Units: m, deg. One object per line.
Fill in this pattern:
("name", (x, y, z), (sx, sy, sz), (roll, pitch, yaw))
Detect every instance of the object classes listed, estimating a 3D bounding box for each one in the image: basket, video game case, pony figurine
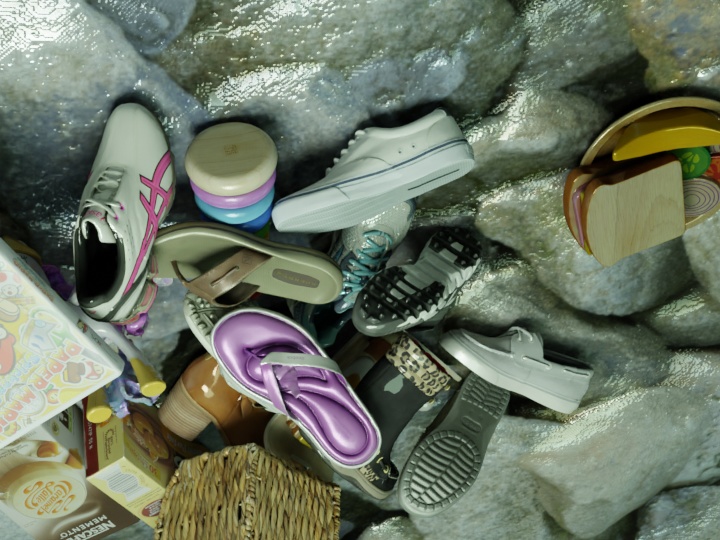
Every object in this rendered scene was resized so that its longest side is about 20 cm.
("basket", (-0.120, 0.300, 1.499), (0.143, 0.200, 0.149), (-19, 145, 32))
("video game case", (-0.334, 0.069, 1.235), (0.200, 0.023, 0.182), (-31, 116, 21))
("pony figurine", (-0.260, 0.048, 1.383), (0.193, 0.200, 0.167), (15, 124, -45))

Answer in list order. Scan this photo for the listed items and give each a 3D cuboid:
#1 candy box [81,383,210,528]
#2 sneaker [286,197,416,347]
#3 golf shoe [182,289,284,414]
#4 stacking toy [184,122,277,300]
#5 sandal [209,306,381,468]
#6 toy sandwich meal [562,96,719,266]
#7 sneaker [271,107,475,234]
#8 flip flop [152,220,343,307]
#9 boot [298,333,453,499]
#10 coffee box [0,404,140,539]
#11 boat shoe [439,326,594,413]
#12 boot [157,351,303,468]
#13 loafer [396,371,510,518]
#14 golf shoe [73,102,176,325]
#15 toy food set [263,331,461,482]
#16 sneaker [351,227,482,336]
("candy box", (-0.219, 0.218, 1.580), (0.055, 0.116, 0.200), (-28, 133, 15))
("sneaker", (0.000, 0.000, 1.448), (0.078, 0.086, 0.200), (17, 127, -27))
("golf shoe", (-0.120, 0.088, 1.447), (0.097, 0.078, 0.200), (-17, 131, 39))
("stacking toy", (-0.115, -0.044, 1.391), (0.085, 0.085, 0.200), (-9, 140, -5))
("sandal", (-0.052, 0.108, 1.370), (0.203, 0.050, 0.082), (41, 85, -13))
("toy sandwich meal", (0.302, -0.086, 1.452), (0.205, 0.070, 0.205), (-7, 134, -7))
("sneaker", (0.006, -0.094, 1.372), (0.200, 0.071, 0.073), (-20, 161, -6))
("flip flop", (-0.114, 0.006, 1.350), (0.200, 0.058, 0.081), (13, 144, -11))
("boot", (0.031, 0.151, 1.496), (0.151, 0.073, 0.200), (-46, 148, 0))
("coffee box", (-0.337, 0.213, 1.572), (0.114, 0.080, 0.200), (-25, 133, 11))
("boat shoe", (0.177, 0.097, 1.602), (0.200, 0.072, 0.069), (26, 101, -25))
("boot", (-0.101, 0.138, 1.576), (0.200, 0.077, 0.155), (32, 115, -27))
("loafer", (0.101, 0.199, 1.609), (0.075, 0.200, 0.070), (38, 146, 3))
("golf shoe", (-0.210, -0.053, 1.280), (0.073, 0.200, 0.092), (2, 173, 13))
("toy food set", (0.004, 0.154, 1.571), (0.200, 0.060, 0.143), (-45, 140, 4))
("sneaker", (0.051, 0.032, 1.437), (0.066, 0.200, 0.091), (34, 127, 16))
